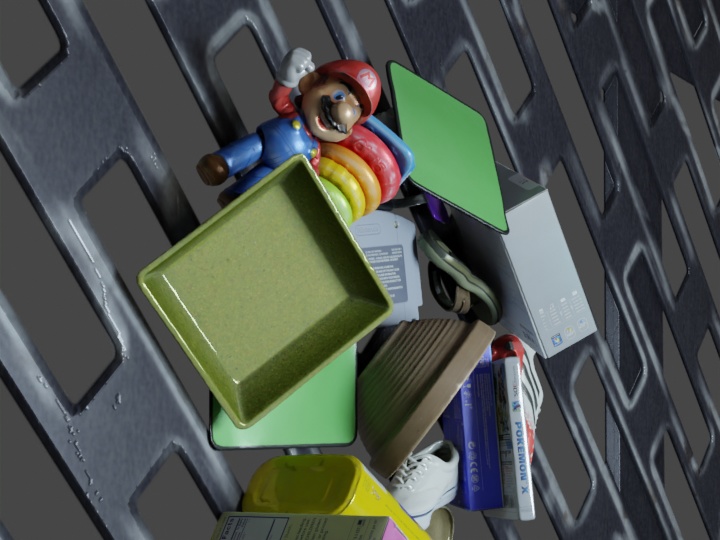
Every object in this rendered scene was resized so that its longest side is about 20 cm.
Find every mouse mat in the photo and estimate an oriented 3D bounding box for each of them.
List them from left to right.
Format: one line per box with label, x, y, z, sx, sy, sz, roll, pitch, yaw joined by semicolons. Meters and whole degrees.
mouse mat;-0.076;0.101;1.609;0.200;0.008;0.161;4;83;-43
mouse mat;0.098;-0.139;1.784;0.161;0.008;0.200;27;39;-32

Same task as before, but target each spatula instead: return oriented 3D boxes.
spatula;0.047;-0.079;1.832;0.200;0.021;0.057;-4;67;-52

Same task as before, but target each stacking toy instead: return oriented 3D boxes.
stacking toy;-0.041;-0.069;1.623;0.110;0.116;0.200;40;57;-2

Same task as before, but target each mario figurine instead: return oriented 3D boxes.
mario figurine;-0.059;-0.133;1.543;0.200;0.106;0.123;-41;152;-11

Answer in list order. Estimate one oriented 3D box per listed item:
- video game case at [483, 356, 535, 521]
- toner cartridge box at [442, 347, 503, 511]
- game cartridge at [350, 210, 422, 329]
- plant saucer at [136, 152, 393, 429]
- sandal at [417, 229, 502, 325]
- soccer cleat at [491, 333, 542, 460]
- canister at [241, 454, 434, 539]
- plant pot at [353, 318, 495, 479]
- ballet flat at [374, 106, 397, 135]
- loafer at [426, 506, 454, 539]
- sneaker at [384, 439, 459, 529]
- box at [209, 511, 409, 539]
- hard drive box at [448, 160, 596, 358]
video game case;0.165;0.199;1.854;0.200;0.022;0.183;132;-47;-80
toner cartridge box;0.127;0.176;1.853;0.043;0.095;0.200;-4;88;-11
game cartridge;0.000;0.000;1.745;0.200;0.041;0.133;-6;87;-56
plant saucer;-0.095;0.017;1.522;0.200;0.048;0.200;-38;117;-13
sandal;0.106;0.014;1.880;0.057;0.080;0.201;-46;143;2
soccer cleat;0.197;0.179;1.986;0.085;0.069;0.200;13;70;-50
canister;-0.010;0.270;1.597;0.200;0.148;0.087;50;48;-37
plant pot;0.052;0.119;1.715;0.093;0.201;0.201;38;44;1
ballet flat;0.039;-0.153;1.807;0.200;0.069;0.070;-25;106;-56
loafer;0.074;0.349;1.778;0.076;0.067;0.200;50;48;-41
sneaker;0.055;0.238;1.761;0.200;0.073;0.071;-27;119;-66
box;-0.028;0.319;1.513;0.176;0.200;0.097;54;46;-38
hard drive box;0.191;-0.016;1.914;0.077;0.156;0.200;-29;116;-11
